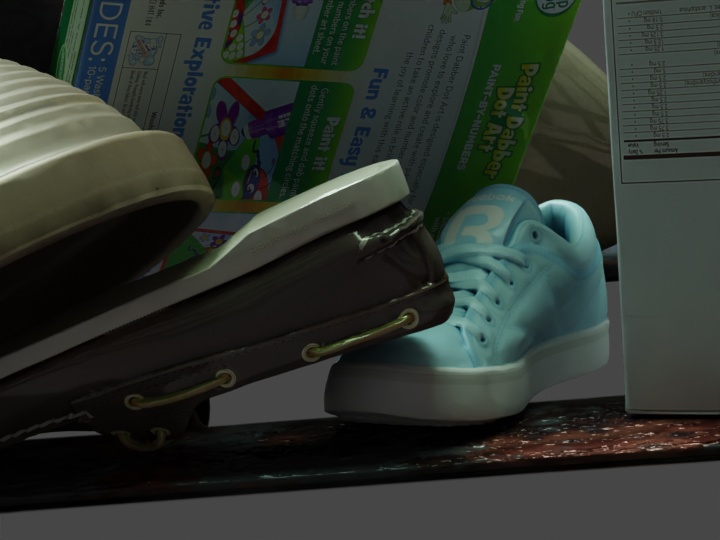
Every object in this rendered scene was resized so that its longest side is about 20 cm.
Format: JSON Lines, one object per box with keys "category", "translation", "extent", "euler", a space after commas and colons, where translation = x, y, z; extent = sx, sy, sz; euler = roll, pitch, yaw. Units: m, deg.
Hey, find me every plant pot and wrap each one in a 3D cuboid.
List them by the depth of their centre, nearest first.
{"category": "plant pot", "translation": [-0.158, -0.013, 0.758], "extent": [0.200, 0.093, 0.201], "euler": [-31, -6, -4]}
{"category": "plant pot", "translation": [0.071, -0.069, 1.227], "extent": [0.199, 0.189, 0.187], "euler": [10, -5, -43]}

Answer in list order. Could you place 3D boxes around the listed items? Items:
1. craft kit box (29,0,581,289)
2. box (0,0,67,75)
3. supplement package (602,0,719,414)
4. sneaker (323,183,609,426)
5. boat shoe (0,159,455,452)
{"category": "craft kit box", "translation": [-0.027, -0.061, 0.868], "extent": [0.196, 0.201, 0.049], "euler": [4, 37, -21]}
{"category": "box", "translation": [-0.107, -0.085, 0.919], "extent": [0.199, 0.123, 0.106], "euler": [4, 34, -24]}
{"category": "supplement package", "translation": [0.186, -0.059, 0.849], "extent": [0.146, 0.201, 0.191], "euler": [-2, 6, 21]}
{"category": "sneaker", "translation": [0.040, 0.010, 0.847], "extent": [0.073, 0.083, 0.200], "euler": [-2, 7, 24]}
{"category": "boat shoe", "translation": [-0.064, 0.029, 0.765], "extent": [0.199, 0.060, 0.072], "euler": [-25, 7, 10]}
